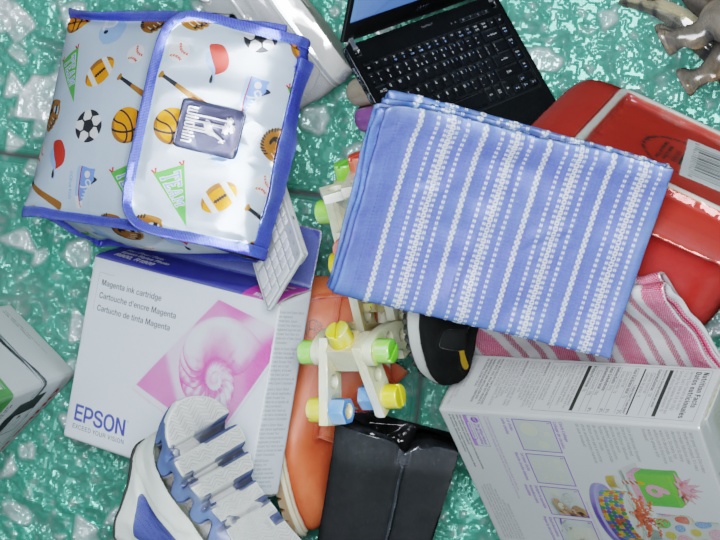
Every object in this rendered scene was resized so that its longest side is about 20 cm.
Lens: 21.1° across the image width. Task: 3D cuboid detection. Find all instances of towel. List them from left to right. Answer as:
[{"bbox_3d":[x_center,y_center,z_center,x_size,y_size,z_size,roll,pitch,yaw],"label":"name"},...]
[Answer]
[{"bbox_3d":[0.088,-0.027,1.247,0.199,0.024,0.145,13,112,-7],"label":"towel"},{"bbox_3d":[0.163,0.068,1.361,0.199,0.030,0.147,-9,129,41],"label":"towel"}]

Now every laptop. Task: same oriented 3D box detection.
[{"bbox_3d":[0.083,-0.176,1.366,0.103,0.177,0.201,-33,84,46],"label":"laptop"}]

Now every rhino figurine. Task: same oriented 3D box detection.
[{"bbox_3d":[0.236,-0.230,1.390,0.087,0.060,0.201,-25,64,13],"label":"rhino figurine"}]

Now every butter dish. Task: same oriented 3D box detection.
[{"bbox_3d":[0.201,-0.024,1.374,0.199,0.200,0.148,26,119,12],"label":"butter dish"}]

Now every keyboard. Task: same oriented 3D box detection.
[{"bbox_3d":[-0.075,-0.057,1.421,0.011,0.200,0.056,18,124,-31],"label":"keyboard"}]

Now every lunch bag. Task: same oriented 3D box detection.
[{"bbox_3d":[-0.134,-0.099,1.406,0.199,0.124,0.171,9,84,35],"label":"lunch bag"}]

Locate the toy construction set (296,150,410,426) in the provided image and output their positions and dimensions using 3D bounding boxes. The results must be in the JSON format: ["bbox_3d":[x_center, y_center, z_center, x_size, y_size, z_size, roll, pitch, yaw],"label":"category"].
[{"bbox_3d":[0.000,0.000,1.362,0.092,0.131,0.201,13,119,23],"label":"toy construction set"}]

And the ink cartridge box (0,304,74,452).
[{"bbox_3d":[-0.315,0.108,1.449,0.083,0.200,0.147,45,99,4],"label":"ink cartridge box"}]

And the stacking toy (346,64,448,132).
[{"bbox_3d":[0.050,-0.053,1.443,0.085,0.085,0.201,-11,96,11],"label":"stacking toy"}]

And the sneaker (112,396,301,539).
[{"bbox_3d":[-0.110,0.194,1.382,0.115,0.080,0.200,-27,85,49],"label":"sneaker"}]

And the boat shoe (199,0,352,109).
[{"bbox_3d":[-0.088,-0.211,1.470,0.068,0.072,0.200,-38,93,9],"label":"boat shoe"}]

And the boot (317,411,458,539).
[{"bbox_3d":[-0.026,0.199,1.417,0.164,0.066,0.201,6,116,-20],"label":"boot"}]

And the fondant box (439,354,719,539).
[{"bbox_3d":[0.172,0.133,1.357,0.199,0.058,0.145,3,134,33],"label":"fondant box"}]

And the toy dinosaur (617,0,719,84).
[{"bbox_3d":[0.287,-0.160,1.407,0.200,0.047,0.088,45,105,10],"label":"toy dinosaur"}]

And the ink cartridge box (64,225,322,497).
[{"bbox_3d":[-0.129,0.051,1.452,0.196,0.043,0.201,12,95,37],"label":"ink cartridge box"}]

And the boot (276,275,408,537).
[{"bbox_3d":[-0.018,0.103,1.458,0.107,0.075,0.201,2,93,2],"label":"boot"}]

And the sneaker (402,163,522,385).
[{"bbox_3d":[0.079,-0.003,1.304,0.090,0.070,0.201,7,122,17],"label":"sneaker"}]
